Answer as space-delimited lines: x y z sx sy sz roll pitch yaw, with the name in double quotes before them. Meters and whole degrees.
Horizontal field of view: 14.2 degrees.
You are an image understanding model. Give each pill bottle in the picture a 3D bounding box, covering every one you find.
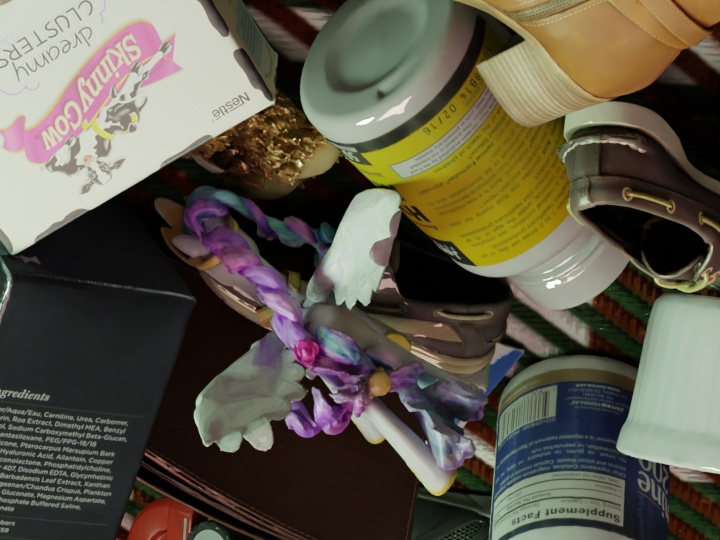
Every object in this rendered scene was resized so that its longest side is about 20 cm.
"pill bottle" 0.134 0.161 1.778 0.110 0.201 0.111 4 141 3
"pill bottle" 0.067 -0.066 1.584 0.111 0.112 0.200 -23 132 31

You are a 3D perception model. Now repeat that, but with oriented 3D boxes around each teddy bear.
"teddy bear" -0.098 -0.100 1.598 0.199 0.067 0.145 21 162 -4

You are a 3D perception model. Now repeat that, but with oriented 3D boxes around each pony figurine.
"pony figurine" -0.020 0.038 1.594 0.200 0.193 0.167 41 88 -25

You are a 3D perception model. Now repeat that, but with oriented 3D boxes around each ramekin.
"ramekin" 0.252 0.070 1.669 0.199 0.098 0.200 7 180 0

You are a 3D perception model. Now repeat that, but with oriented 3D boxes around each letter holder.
"letter holder" -0.071 0.109 1.718 0.199 0.143 0.101 28 136 -22

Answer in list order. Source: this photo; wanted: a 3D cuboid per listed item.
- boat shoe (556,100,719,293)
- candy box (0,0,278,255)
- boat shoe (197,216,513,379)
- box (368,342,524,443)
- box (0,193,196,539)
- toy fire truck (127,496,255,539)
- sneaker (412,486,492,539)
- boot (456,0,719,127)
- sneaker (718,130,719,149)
"boat shoe" 0.167 -0.024 1.563 0.072 0.060 0.200 -6 154 31
"candy box" -0.163 -0.136 1.482 0.167 0.072 0.200 -30 112 12
"boat shoe" 0.000 0.000 1.716 0.199 0.075 0.073 16 128 -22
"box" -0.012 0.065 1.804 0.199 0.048 0.122 20 139 -15
"box" -0.200 0.051 1.626 0.117 0.197 0.201 8 114 -28
"toy fire truck" -0.119 0.231 1.957 0.199 0.177 0.128 8 -174 40
"sneaker" 0.050 0.206 1.916 0.198 0.115 0.076 4 139 6
"boot" 0.093 -0.178 1.444 0.154 0.074 0.200 -28 110 40
"sneaker" 0.258 -0.049 1.611 0.108 0.070 0.201 -5 135 11
